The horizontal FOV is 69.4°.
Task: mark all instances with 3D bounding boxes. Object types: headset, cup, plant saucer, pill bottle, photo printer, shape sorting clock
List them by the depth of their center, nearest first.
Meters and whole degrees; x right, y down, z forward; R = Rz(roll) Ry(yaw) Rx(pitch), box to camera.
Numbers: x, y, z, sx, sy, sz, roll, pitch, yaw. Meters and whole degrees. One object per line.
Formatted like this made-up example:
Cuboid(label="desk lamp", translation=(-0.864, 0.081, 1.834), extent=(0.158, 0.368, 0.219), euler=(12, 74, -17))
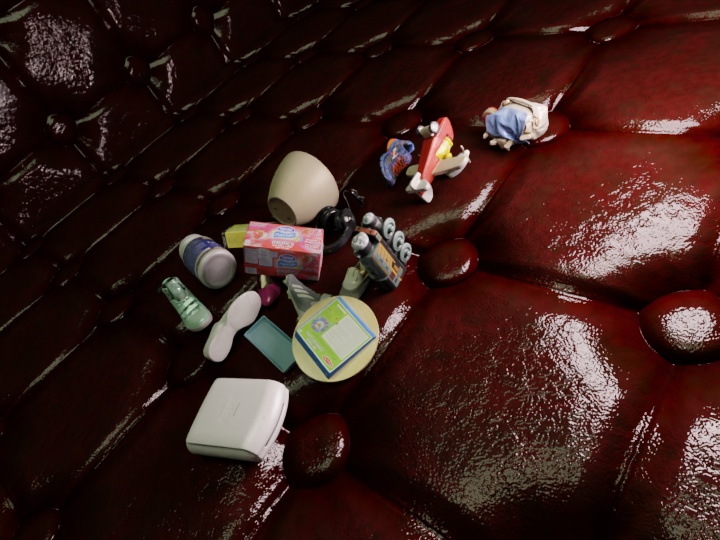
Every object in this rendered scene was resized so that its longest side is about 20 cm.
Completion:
Cuboid(label="photo printer", translation=(-0.247, 0.307, 1.080), extent=(0.196, 0.070, 0.168), euler=(-4, 46, 29))
Cuboid(label="shape sorting clock", translation=(-0.055, 0.147, 1.133), extent=(0.195, 0.040, 0.203), euler=(-6, 55, 8))
Cuboid(label="plant saucer", translation=(-0.205, 0.175, 1.234), extent=(0.070, 0.019, 0.199), euler=(-44, 40, -16))
Cuboid(label="headset", translation=(-0.055, -0.134, 1.438), extent=(0.122, 0.094, 0.203), euler=(13, 71, 40))
Cuboid(label="cup", translation=(-0.179, -0.208, 1.462), extent=(0.197, 0.203, 0.144), euler=(8, 46, 37))
Cuboid(label="pill bottle", translation=(-0.455, -0.033, 1.529), extent=(0.116, 0.117, 0.199), euler=(-44, 42, -17))

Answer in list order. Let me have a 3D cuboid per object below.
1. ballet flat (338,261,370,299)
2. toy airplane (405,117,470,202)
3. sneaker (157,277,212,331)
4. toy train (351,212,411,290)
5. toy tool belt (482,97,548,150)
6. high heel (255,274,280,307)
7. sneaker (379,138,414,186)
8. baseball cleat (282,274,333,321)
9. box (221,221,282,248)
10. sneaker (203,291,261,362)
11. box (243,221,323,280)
Cuboid(label="ballet flat", translation=(0.000, 0.000, 1.250), extent=(0.067, 0.064, 0.201), euler=(17, 59, 42))
Cuboid(label="toy airplane", translation=(0.202, -0.276, 1.377), extent=(0.200, 0.139, 0.203), euler=(-53, 36, 35))
Cuboid(label="sneaker", translation=(-0.485, 0.088, 1.419), extent=(0.074, 0.119, 0.199), euler=(-43, 42, -19))
Cuboid(label="toy train", translation=(0.047, -0.042, 1.170), extent=(0.084, 0.200, 0.116), euler=(16, 70, 34))
Cuboid(label="toy tool belt", translation=(0.383, -0.382, 1.366), extent=(0.198, 0.127, 0.123), euler=(20, 51, 44))
Cuboid(label="high heel", translation=(-0.263, 0.005, 1.383), extent=(0.066, 0.097, 0.202), euler=(-25, 39, 5))
Cuboid(label="sneaker", translation=(0.108, -0.322, 1.515), extent=(0.077, 0.076, 0.203), euler=(-3, 48, 24))
Cuboid(label="baseball cleat", translation=(-0.120, 0.071, 1.260), extent=(0.105, 0.070, 0.202), euler=(-25, 49, -4))
Cuboid(label="box", translation=(-0.296, -0.104, 1.507), extent=(0.195, 0.051, 0.076), euler=(-4, 22, 12))
Cuboid(label="sneaker", translation=(-0.335, 0.134, 1.319), extent=(0.088, 0.075, 0.202), euler=(2, 51, 54))
Cuboid(label="box", translation=(-0.195, -0.050, 1.336), extent=(0.195, 0.101, 0.097), euler=(6, 45, -2))
